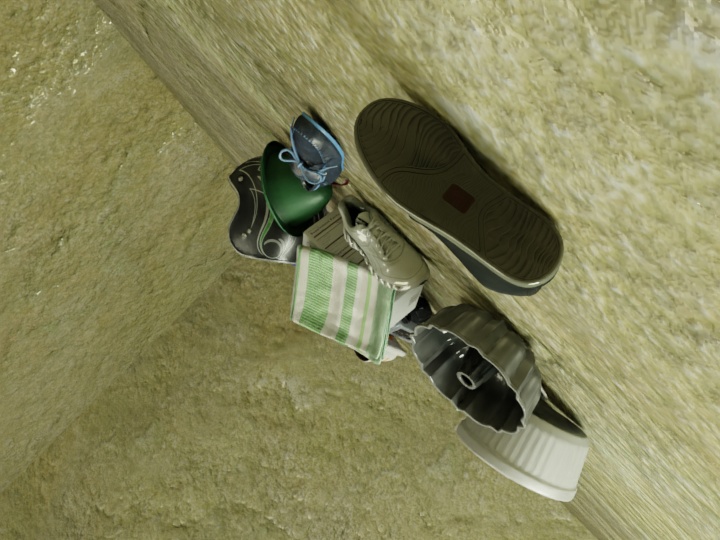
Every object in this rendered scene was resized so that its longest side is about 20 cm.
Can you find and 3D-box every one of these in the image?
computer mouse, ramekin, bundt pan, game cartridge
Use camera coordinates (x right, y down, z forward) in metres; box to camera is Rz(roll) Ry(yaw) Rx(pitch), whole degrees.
[{"bbox_3d":[0.101,0.070,1.617,0.200,0.034,0.059,6,-116,-73],"label":"computer mouse"},{"bbox_3d":[0.253,0.253,1.301,0.200,0.095,0.202,27,-174,-3],"label":"ramekin"},{"bbox_3d":[0.165,0.125,1.177,0.201,0.076,0.203,36,155,20],"label":"bundt pan"},{"bbox_3d":[0.067,0.062,1.639,0.200,0.041,0.135,32,-145,-67],"label":"game cartridge"}]

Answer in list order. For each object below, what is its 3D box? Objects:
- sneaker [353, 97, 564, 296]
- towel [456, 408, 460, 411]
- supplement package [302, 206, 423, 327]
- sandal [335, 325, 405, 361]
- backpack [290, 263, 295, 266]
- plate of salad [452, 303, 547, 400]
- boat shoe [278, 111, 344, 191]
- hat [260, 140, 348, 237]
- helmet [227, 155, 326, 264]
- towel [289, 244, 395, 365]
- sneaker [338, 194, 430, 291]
[{"bbox_3d":[0.072,-0.049,0.697,0.200,0.075,0.106,45,173,13],"label":"sneaker"},{"bbox_3d":[0.253,0.250,1.489,0.197,0.031,0.149,17,168,18],"label":"towel"},{"bbox_3d":[0.000,0.000,1.483,0.200,0.109,0.114,45,153,17],"label":"supplement package"},{"bbox_3d":[0.002,0.126,1.545,0.206,0.059,0.079,24,-157,-50],"label":"sandal"},{"bbox_3d":[-0.160,-0.100,2.021,0.167,0.163,0.200,37,170,46],"label":"backpack"},{"bbox_3d":[0.203,0.129,1.294,0.200,0.048,0.200,47,175,5],"label":"plate of salad"},{"bbox_3d":[-0.062,-0.148,1.177,0.084,0.069,0.200,45,175,17],"label":"boat shoe"},{"bbox_3d":[-0.058,-0.154,1.456,0.166,0.174,0.202,48,-146,-46],"label":"hat"},{"bbox_3d":[-0.162,-0.121,1.643,0.197,0.194,0.200,10,-173,-1],"label":"helmet"},{"bbox_3d":[-0.034,0.053,1.419,0.198,0.155,0.023,23,-152,31],"label":"towel"},{"bbox_3d":[0.028,-0.043,1.301,0.200,0.075,0.081,43,166,37],"label":"sneaker"}]
